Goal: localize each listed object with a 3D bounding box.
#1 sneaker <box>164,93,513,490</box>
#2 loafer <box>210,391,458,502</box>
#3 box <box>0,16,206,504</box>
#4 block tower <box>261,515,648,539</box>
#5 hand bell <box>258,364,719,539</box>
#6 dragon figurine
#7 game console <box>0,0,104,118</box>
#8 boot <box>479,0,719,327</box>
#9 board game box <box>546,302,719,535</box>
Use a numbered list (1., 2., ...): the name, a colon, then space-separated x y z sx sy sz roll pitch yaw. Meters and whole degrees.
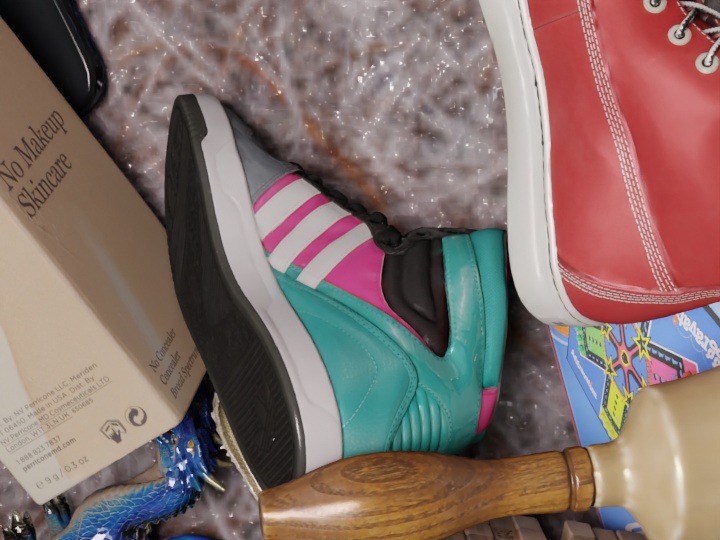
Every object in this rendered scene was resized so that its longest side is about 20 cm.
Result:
1. sneaker: 0.000 0.000 0.718 0.201 0.120 0.084 -115 29 -42
2. loafer: 0.010 0.104 0.741 0.076 0.067 0.200 -44 82 21
3. box: -0.146 -0.021 0.735 0.077 0.095 0.201 -30 109 23
4. block tower: 0.062 0.120 0.675 0.198 0.058 0.055 10 100 -3
5. hand bell: 0.065 0.069 0.629 0.198 0.104 0.105 -5 99 -8
6. dragon figurine: -0.089 0.143 0.791 0.098 0.059 0.202 -3 97 22
7. game console: -0.236 -0.100 0.774 0.199 0.118 0.172 -27 89 23
8. boot: 0.115 -0.085 0.642 0.143 0.072 0.202 -7 91 40
9. board game box: 0.135 0.068 0.713 0.102 0.019 0.202 -14 94 21
